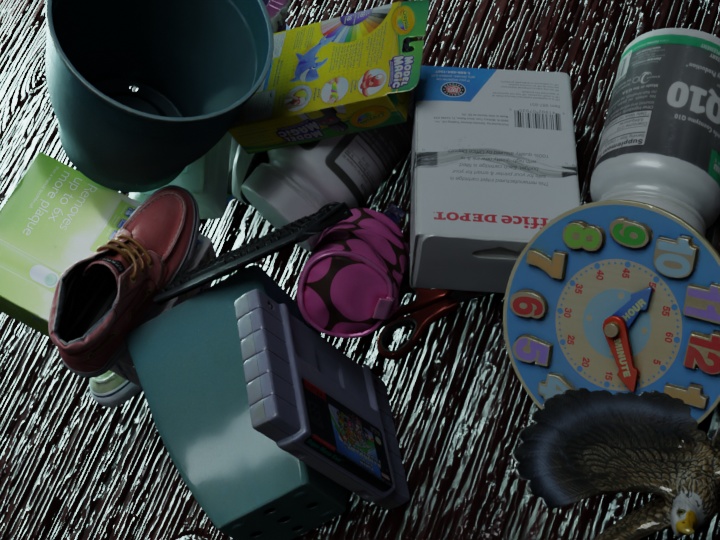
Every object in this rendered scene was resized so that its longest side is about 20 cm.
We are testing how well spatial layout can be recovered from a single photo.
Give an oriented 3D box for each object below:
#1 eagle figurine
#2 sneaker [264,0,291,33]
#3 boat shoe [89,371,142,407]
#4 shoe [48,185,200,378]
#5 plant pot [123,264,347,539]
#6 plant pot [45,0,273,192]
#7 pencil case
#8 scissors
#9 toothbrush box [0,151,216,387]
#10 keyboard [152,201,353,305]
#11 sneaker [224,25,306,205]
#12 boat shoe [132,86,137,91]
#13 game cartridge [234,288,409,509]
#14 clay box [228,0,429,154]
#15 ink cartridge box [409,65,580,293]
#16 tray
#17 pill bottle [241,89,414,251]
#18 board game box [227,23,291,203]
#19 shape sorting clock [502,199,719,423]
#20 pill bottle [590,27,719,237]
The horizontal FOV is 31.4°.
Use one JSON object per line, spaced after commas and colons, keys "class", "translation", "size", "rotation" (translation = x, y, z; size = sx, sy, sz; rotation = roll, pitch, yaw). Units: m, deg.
{"class": "eagle figurine", "translation": [0.217, 0.164, 0.930], "size": [0.198, 0.151, 0.153], "rotation": [-6, 67, 16]}
{"class": "sneaker", "translation": [-0.137, -0.223, 1.378], "size": [0.080, 0.089, 0.201], "rotation": [30, 72, 13]}
{"class": "boat shoe", "translation": [-0.224, 0.042, 1.310], "size": [0.072, 0.062, 0.201], "rotation": [13, 66, 34]}
{"class": "shoe", "translation": [-0.209, -0.001, 1.152], "size": [0.071, 0.091, 0.201], "rotation": [27, 73, 8]}
{"class": "plant pot", "translation": [-0.095, 0.132, 1.133], "size": [0.141, 0.141, 0.201], "rotation": [-28, 56, 9]}
{"class": "plant pot", "translation": [-0.200, -0.175, 1.186], "size": [0.199, 0.188, 0.201], "rotation": [9, 62, -17]}
{"class": "pencil case", "translation": [0.000, 0.000, 1.138], "size": [0.093, 0.200, 0.091], "rotation": [30, 106, -2]}
{"class": "scissors", "translation": [0.090, 0.017, 1.188], "size": [0.199, 0.014, 0.073], "rotation": [-29, 50, 9]}
{"class": "toothbrush box", "translation": [-0.259, 0.000, 1.245], "size": [0.199, 0.086, 0.146], "rotation": [28, 72, 8]}
{"class": "keyboard", "translation": [-0.087, -0.022, 1.135], "size": [0.199, 0.021, 0.127], "rotation": [-21, 5, 38]}
{"class": "sneaker", "translation": [-0.100, -0.169, 1.332], "size": [0.079, 0.074, 0.201], "rotation": [20, 77, 29]}
{"class": "boat shoe", "translation": [-0.219, -0.153, 1.385], "size": [0.072, 0.072, 0.201], "rotation": [-28, 51, 11]}
{"class": "game cartridge", "translation": [-0.028, 0.111, 1.066], "size": [0.038, 0.200, 0.130], "rotation": [-32, 49, 17]}
{"class": "clay box", "translation": [-0.023, -0.183, 1.211], "size": [0.199, 0.048, 0.116], "rotation": [-8, 56, 26]}
{"class": "ink cartridge box", "translation": [0.118, -0.083, 1.158], "size": [0.144, 0.084, 0.201], "rotation": [3, 54, -1]}
{"class": "tray", "translation": [-0.182, -0.152, 1.304], "size": [0.106, 0.022, 0.202], "rotation": [1, 77, 12]}
{"class": "pill bottle", "translation": [-0.021, -0.126, 1.279], "size": [0.114, 0.114, 0.200], "rotation": [33, 78, 39]}
{"class": "board game box", "translation": [-0.125, -0.170, 1.417], "size": [0.200, 0.037, 0.151], "rotation": [-38, 49, 0]}
{"class": "shape sorting clock", "translation": [0.206, 0.044, 1.030], "size": [0.199, 0.039, 0.202], "rotation": [4, 99, 26]}
{"class": "pill bottle", "translation": [0.262, -0.099, 1.108], "size": [0.112, 0.113, 0.201], "rotation": [2, 61, 30]}
